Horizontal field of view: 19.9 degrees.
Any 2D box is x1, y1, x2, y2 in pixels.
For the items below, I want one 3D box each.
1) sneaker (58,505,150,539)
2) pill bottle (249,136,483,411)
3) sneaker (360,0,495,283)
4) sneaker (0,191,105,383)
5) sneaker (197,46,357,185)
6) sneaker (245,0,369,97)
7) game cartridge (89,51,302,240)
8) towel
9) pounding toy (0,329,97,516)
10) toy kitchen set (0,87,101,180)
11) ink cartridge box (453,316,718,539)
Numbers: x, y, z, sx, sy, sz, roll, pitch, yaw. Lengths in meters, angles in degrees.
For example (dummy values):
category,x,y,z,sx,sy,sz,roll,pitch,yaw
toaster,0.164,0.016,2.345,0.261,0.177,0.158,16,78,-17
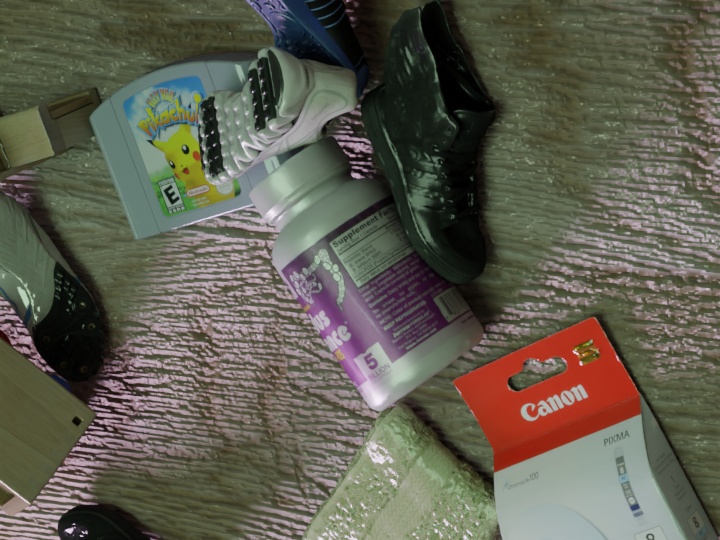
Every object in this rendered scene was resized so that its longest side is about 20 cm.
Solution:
category,x,y,z,sx,sy,sz,roll,pitch,yaw
sneaker,-0.226,0.289,1.889,0.199,0.104,0.061,26,123,26
pill bottle,0.000,0.000,1.607,0.112,0.112,0.201,-38,85,40
sneaker,0.064,-0.095,1.553,0.104,0.060,0.201,-28,88,45
sneaker,-0.297,0.011,1.870,0.201,0.072,0.072,58,172,-9
sneaker,-0.069,-0.114,1.589,0.200,0.080,0.076,-24,71,61
sneaker,-0.039,-0.211,1.546,0.070,0.078,0.200,16,158,36
game cartridge,-0.141,-0.108,1.716,0.199,0.040,0.135,-15,96,39
towel,0.035,0.219,1.722,0.148,0.036,0.201,42,128,14
pounding toy,-0.343,0.110,1.875,0.184,0.143,0.200,38,162,-6
toy kitchen set,-0.364,-0.155,1.769,0.199,0.163,0.182,-13,102,36
ink cartridge box,0.164,0.156,1.592,0.159,0.047,0.201,-27,94,41
